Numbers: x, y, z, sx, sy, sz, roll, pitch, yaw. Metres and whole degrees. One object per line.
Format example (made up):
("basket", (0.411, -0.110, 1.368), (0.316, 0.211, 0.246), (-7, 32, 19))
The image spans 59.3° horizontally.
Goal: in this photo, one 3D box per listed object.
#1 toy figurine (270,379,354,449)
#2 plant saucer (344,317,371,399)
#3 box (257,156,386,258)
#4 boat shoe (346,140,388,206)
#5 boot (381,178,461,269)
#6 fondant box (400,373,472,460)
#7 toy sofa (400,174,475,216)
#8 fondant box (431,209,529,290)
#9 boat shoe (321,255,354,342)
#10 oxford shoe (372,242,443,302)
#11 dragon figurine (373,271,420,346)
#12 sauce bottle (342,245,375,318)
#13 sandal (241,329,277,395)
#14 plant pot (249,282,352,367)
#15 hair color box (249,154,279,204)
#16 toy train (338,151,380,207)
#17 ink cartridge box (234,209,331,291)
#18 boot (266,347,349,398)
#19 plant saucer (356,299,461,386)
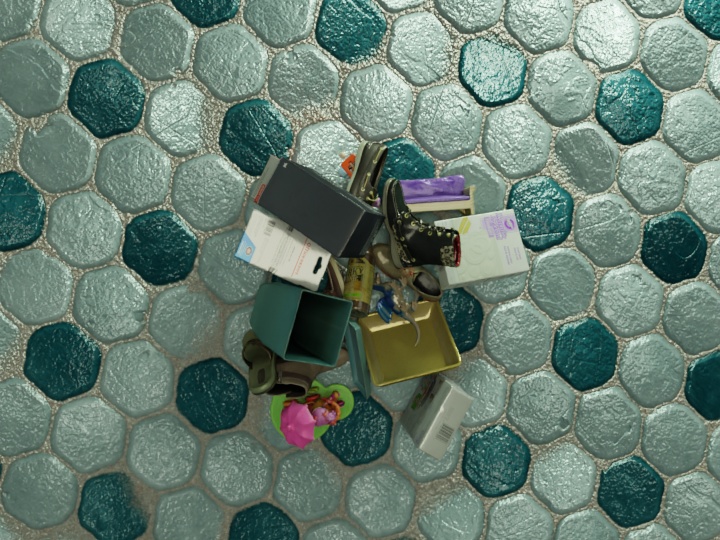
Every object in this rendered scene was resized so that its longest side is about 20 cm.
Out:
("toy figurine", (-0.104, 0.320, 1.376), (0.196, 0.184, 0.153), (-10, 92, -4))
("plant saucer", (-0.007, 0.189, 1.396), (0.019, 0.070, 0.203), (-23, 125, -19))
("box", (-0.072, -0.120, 1.253), (0.198, 0.182, 0.105), (33, 98, 13))
("boat shoe", (0.011, -0.180, 1.364), (0.059, 0.072, 0.205), (10, 83, 21))
("boot", (0.130, -0.096, 1.329), (0.151, 0.073, 0.207), (4, 119, 29))
("fondant box", (0.161, 0.306, 1.379), (0.058, 0.200, 0.146), (29, 89, -9))
("toy sofa", (0.157, -0.167, 1.436), (0.196, 0.083, 0.100), (-4, 93, -4))
("fondant box", (0.262, -0.048, 1.415), (0.196, 0.058, 0.147), (-9, 78, -14))
("boat shoe", (-0.061, 0.068, 1.433), (0.071, 0.072, 0.204), (-15, 98, -3))
("oxford shoe", (0.108, -0.002, 1.435), (0.198, 0.075, 0.071), (31, 87, 3))
("dragon figurine", (0.076, 0.078, 1.417), (0.058, 0.099, 0.202), (-23, 81, -36))
("sauce bottle", (0.000, 0.000, 1.396), (0.063, 0.065, 0.204), (8, 68, -4))
("sandal", (-0.221, 0.184, 1.365), (0.079, 0.202, 0.058), (-31, 122, 2))
("plant pot", (-0.144, 0.100, 1.354), (0.140, 0.198, 0.144), (16, 91, -41))
("hair color box", (-0.132, -0.159, 1.398), (0.197, 0.064, 0.112), (27, 89, 12))
("toy train", (-0.037, -0.163, 1.440), (0.200, 0.056, 0.150), (-46, 77, 4))
("ink cartridge box", (-0.168, -0.044, 1.421), (0.197, 0.068, 0.118), (24, 90, -4))
("boot", (-0.121, 0.227, 1.387), (0.196, 0.147, 0.072), (-8, 110, 1))
("plant saucer", (0.106, 0.169, 1.412), (0.196, 0.202, 0.049), (-13, 134, -3))
